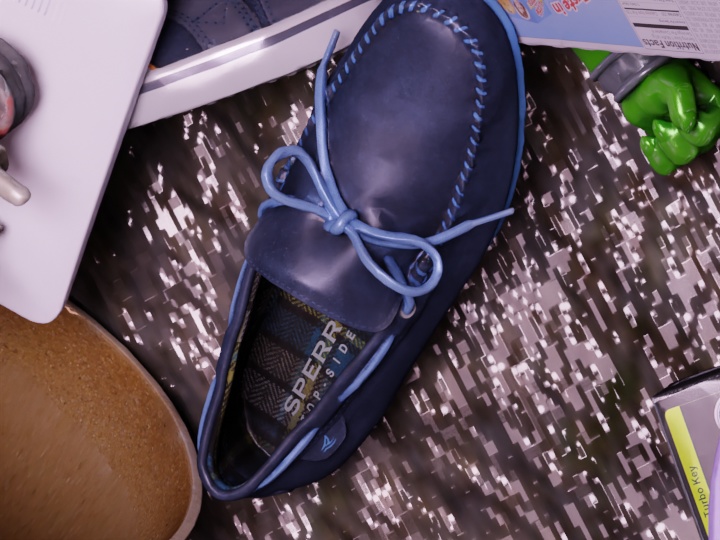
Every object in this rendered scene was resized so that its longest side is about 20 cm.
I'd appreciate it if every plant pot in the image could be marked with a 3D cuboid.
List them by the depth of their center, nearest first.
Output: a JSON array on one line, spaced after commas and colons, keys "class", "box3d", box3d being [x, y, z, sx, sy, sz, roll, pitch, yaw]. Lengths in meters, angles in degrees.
[{"class": "plant pot", "box3d": [-0.179, 0.114, 1.027, 0.186, 0.186, 0.200, 36, 116, 11]}]

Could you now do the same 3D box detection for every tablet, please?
[{"class": "tablet", "box3d": [-0.168, -0.079, 1.007, 0.199, 0.014, 0.131, 27, 113, 14]}]

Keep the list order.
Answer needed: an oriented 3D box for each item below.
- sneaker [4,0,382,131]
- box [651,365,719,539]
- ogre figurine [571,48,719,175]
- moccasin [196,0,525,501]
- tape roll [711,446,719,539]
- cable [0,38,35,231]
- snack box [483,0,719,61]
[{"class": "sneaker", "box3d": [-0.090, -0.084, 1.022, 0.199, 0.078, 0.080, -16, 95, 18]}, {"class": "box", "box3d": [0.217, 0.101, 0.964, 0.192, 0.047, 0.201, -21, 89, 18]}, {"class": "ogre figurine", "box3d": [0.102, -0.141, 0.947, 0.120, 0.098, 0.200, 36, 147, 16]}, {"class": "moccasin", "box3d": [0.000, 0.000, 0.977, 0.080, 0.068, 0.201, 28, 122, 19]}, {"class": "tape roll", "box3d": [0.193, 0.064, 0.769, 0.199, 0.085, 0.201, 0, 91, 14]}, {"class": "cable", "box3d": [-0.186, -0.066, 0.981, 0.200, 0.050, 0.097, 37, 118, 8]}, {"class": "snack box", "box3d": [0.062, -0.103, 0.914, 0.024, 0.200, 0.072, -38, 113, -20]}]
